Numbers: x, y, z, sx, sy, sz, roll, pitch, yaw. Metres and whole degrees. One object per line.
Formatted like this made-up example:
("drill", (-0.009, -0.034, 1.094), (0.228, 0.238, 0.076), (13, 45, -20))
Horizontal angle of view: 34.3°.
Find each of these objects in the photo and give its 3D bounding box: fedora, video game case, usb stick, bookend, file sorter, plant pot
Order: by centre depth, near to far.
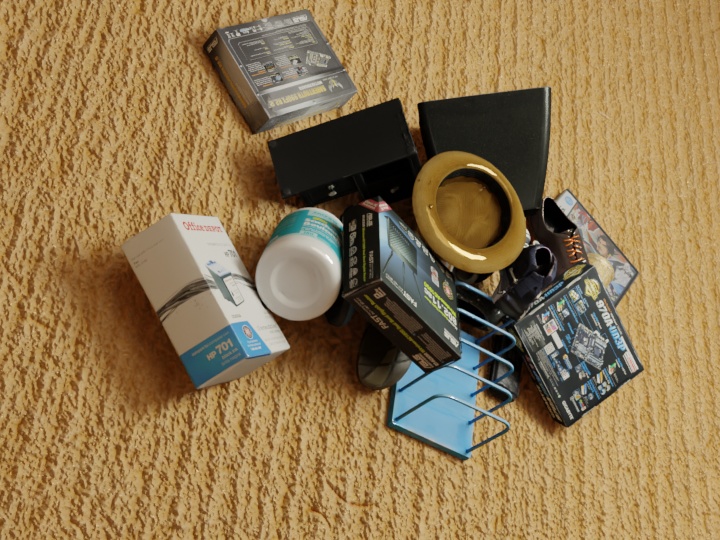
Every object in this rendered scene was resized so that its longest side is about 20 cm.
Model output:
("file sorter", (0.138, 0.137, 1.647), (0.138, 0.123, 0.201), (27, 50, -23))
("fedora", (0.143, -0.073, 1.664), (0.200, 0.082, 0.201), (14, 60, -25))
("bookend", (-0.010, -0.141, 1.702), (0.199, 0.199, 0.092), (-18, 70, 4))
("usb stick", (0.230, 0.111, 1.796), (0.055, 0.033, 0.201), (35, 48, -25))
("plant pot", (0.195, -0.168, 1.799), (0.199, 0.200, 0.178), (-5, 87, 3))
("video game case", (0.376, -0.021, 1.992), (0.200, 0.025, 0.181), (49, 46, -3))

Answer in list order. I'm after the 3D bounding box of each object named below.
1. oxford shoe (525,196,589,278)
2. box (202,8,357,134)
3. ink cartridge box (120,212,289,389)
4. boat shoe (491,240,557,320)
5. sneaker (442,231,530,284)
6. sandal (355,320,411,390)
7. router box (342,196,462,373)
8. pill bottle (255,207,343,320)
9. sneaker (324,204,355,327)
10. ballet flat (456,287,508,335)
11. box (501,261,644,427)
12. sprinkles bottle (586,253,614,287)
("oxford shoe", (0.322, -0.024, 1.831), (0.071, 0.073, 0.201), (-20, 66, -19))
("box", (-0.119, -0.304, 1.764), (0.200, 0.048, 0.159), (-26, 82, -43))
("ink cartridge box", (-0.190, 0.035, 1.442), (0.201, 0.086, 0.146), (61, 15, 7))
("boat shoe", (0.249, -0.009, 1.700), (0.075, 0.093, 0.200), (36, 29, -10))
("sneaker", (0.187, -0.020, 1.811), (0.199, 0.078, 0.080), (-5, 64, -31))
("sandal", (0.034, 0.077, 1.644), (0.081, 0.055, 0.201), (16, 63, -19))
("router box", (0.055, 0.020, 1.538), (0.200, 0.062, 0.150), (43, 33, -38))
("pill bottle", (-0.072, -0.018, 1.552), (0.111, 0.111, 0.200), (41, 18, -10))
("sneaker", (0.000, 0.000, 1.662), (0.078, 0.066, 0.201), (29, 50, -25))
("ballet flat", (0.136, 0.053, 1.737), (0.199, 0.066, 0.057), (26, 50, -14))
("box", (0.323, 0.112, 1.763), (0.159, 0.046, 0.200), (-35, 110, -13))
("sprinkles bottle", (0.338, 0.059, 1.864), (0.068, 0.068, 0.200), (43, 55, -8))
